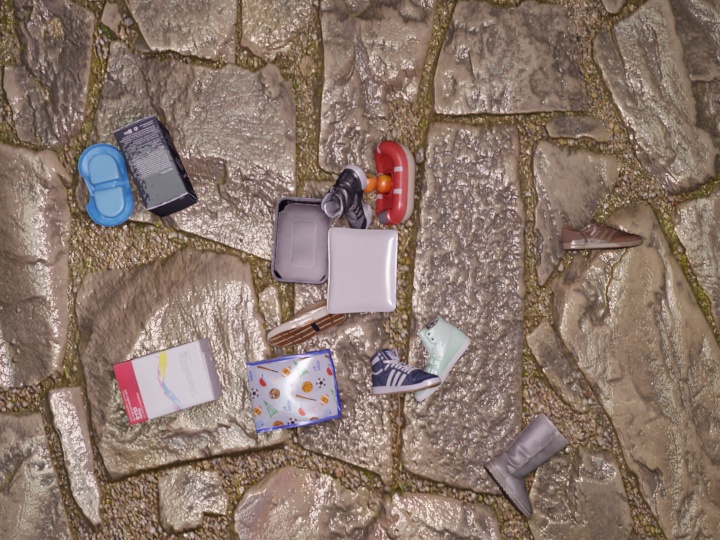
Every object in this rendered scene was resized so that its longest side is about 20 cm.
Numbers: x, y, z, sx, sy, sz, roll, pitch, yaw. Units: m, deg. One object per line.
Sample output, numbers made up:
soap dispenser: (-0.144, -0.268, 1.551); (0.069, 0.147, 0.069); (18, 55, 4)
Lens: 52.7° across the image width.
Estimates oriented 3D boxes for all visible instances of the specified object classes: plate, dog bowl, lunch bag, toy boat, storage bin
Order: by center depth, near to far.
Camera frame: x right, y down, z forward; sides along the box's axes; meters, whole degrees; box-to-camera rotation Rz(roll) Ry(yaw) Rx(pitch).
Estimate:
lunch bag: (-0.152, 0.281, 1.712); (0.199, 0.124, 0.171); (-11, 86, 4)
toy boat: (0.052, -0.210, 1.734); (0.130, 0.130, 0.201); (3, 85, -24)
plate: (0.000, 0.000, 1.738); (0.199, 0.032, 0.201); (0, 92, -35)
storage bin: (-0.139, -0.069, 1.745); (0.135, 0.094, 0.201); (4, 86, -2)
dog bowl: (-0.606, -0.203, 1.751); (0.111, 0.050, 0.201); (-13, 88, -3)

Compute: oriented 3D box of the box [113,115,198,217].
box: (-0.476, -0.240, 1.710); (0.104, 0.148, 0.201); (-23, 88, -4)

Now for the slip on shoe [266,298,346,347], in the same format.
slip on shoe: (-0.134, 0.121, 1.754); (0.199, 0.076, 0.061); (-26, 49, 4)

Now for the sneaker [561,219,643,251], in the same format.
sneaker: (0.597, -0.090, 1.793); (0.199, 0.070, 0.076); (-2, 86, -3)

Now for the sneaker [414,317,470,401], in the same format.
sneaker: (0.163, 0.208, 1.752); (0.118, 0.074, 0.201); (39, 76, -7)

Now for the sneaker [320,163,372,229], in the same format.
sneaker: (-0.036, -0.144, 1.693); (0.075, 0.200, 0.114); (27, 55, 28)

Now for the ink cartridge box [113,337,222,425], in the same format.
ink cartridge box: (-0.438, 0.252, 1.686); (0.199, 0.145, 0.145); (-17, 88, -3)

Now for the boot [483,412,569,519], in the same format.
boot: (0.422, 0.474, 1.762); (0.200, 0.073, 0.182); (-35, 91, -11)

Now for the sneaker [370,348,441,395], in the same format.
sneaker: (0.098, 0.232, 1.708); (0.070, 0.200, 0.109); (2, 77, -46)
